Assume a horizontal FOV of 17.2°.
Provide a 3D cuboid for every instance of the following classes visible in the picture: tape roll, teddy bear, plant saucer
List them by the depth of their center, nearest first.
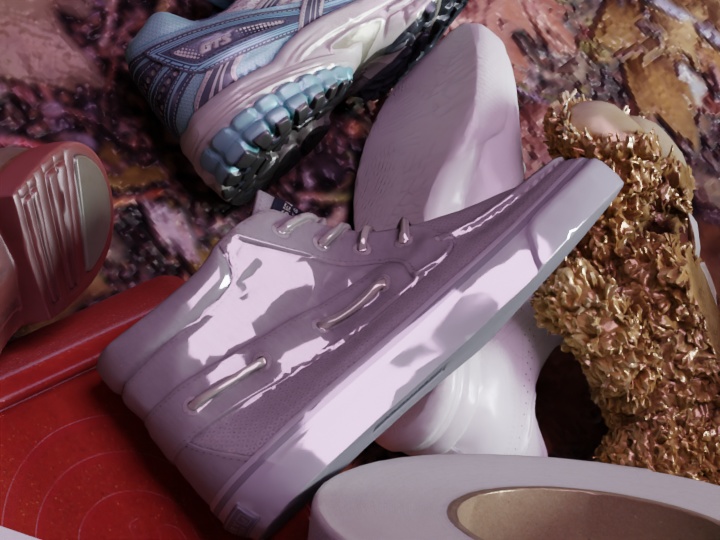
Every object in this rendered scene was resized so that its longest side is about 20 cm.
[{"bbox_3d":[0.080,0.105,0.802,0.202,0.203,0.037,0,102,-31],"label":"tape roll"},{"bbox_3d":[-0.079,0.104,0.839,0.199,0.037,0.200,-25,74,-40],"label":"plant saucer"},{"bbox_3d":[0.112,0.023,0.967,0.145,0.067,0.201,-30,104,-70],"label":"teddy bear"}]

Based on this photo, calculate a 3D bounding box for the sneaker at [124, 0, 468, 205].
[{"bbox_3d":[-0.017,-0.113,0.996,0.086,0.078,0.200,45,48,7],"label":"sneaker"}]

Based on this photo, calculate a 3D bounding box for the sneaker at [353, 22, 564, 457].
[{"bbox_3d":[0.049,-0.004,0.976,0.088,0.075,0.201,26,55,-31],"label":"sneaker"}]

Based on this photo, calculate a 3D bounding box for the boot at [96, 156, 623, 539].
[{"bbox_3d":[0.000,0.000,0.860,0.200,0.074,0.096,-40,81,-24],"label":"boot"}]

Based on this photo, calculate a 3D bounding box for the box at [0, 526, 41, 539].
[{"bbox_3d":[-0.156,0.104,0.718,0.199,0.042,0.119,20,17,2],"label":"box"}]

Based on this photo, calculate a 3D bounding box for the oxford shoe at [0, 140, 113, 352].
[{"bbox_3d":[-0.164,0.013,0.819,0.200,0.075,0.071,-38,124,-55],"label":"oxford shoe"}]
